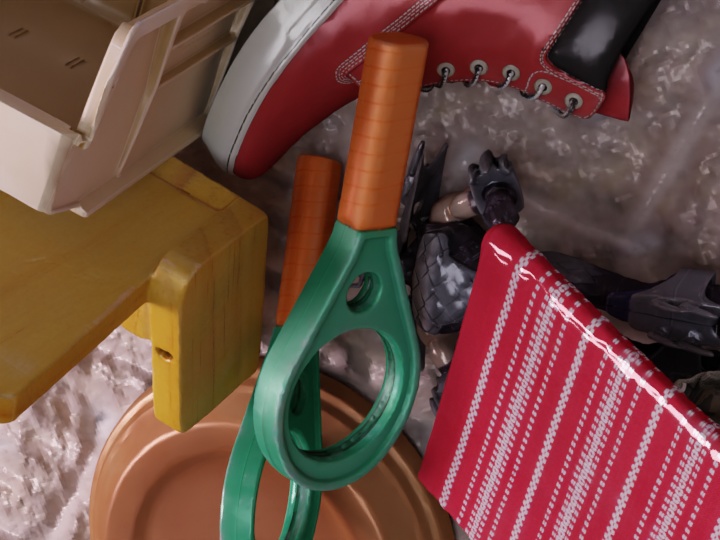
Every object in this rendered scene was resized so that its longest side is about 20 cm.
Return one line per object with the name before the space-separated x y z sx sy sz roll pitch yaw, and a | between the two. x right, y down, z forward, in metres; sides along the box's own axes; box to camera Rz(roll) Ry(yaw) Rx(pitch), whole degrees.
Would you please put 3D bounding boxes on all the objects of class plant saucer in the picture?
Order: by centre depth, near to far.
plant saucer | -0.050 0.143 0.950 0.199 0.037 0.202 7 110 19

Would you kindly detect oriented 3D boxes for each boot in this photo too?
boot | 0.035 -0.084 0.821 0.144 0.072 0.200 43 110 1

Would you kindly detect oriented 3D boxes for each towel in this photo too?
towel | 0.098 0.091 0.758 0.200 0.022 0.145 46 138 36

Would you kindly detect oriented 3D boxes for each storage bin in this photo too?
storage bin | -0.153 -0.129 0.809 0.199 0.199 0.094 28 119 10

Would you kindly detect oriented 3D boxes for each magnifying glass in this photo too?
magnifying glass | 0.000 0.000 0.802 0.022 0.079 0.202 29 118 45
magnifying glass | -0.033 0.048 0.870 0.022 0.080 0.202 7 85 22

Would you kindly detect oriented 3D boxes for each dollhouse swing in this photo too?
dollhouse swing | -0.170 0.013 0.831 0.199 0.176 0.182 30 148 14

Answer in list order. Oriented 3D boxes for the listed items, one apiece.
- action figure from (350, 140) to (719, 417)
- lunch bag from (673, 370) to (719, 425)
action figure | 0.077 0.013 0.841 0.199 0.069 0.131 14 123 21
lunch bag | 0.186 0.137 0.793 0.199 0.118 0.165 28 137 8
